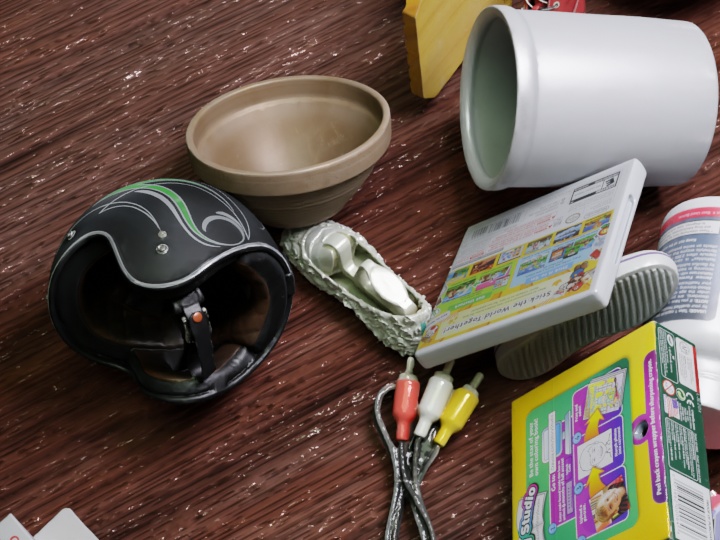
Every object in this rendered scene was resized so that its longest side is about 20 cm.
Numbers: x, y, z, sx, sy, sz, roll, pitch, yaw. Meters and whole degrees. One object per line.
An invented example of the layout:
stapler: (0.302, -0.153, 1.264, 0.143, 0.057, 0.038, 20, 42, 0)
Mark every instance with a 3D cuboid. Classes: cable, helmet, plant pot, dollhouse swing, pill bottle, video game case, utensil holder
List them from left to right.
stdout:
helmet: (-0.178, 0.010, 1.291, 0.190, 0.201, 0.200, 28, 65, 37)
plant pot: (-0.065, -0.106, 1.380, 0.199, 0.093, 0.201, -6, 34, 4)
cable: (0.042, 0.169, 1.251, 0.096, 0.050, 0.201, 10, 60, 13)
dollhouse swing: (0.060, -0.312, 1.444, 0.176, 0.200, 0.182, -40, 63, -16)
video game case: (0.152, -0.006, 1.263, 0.199, 0.023, 0.183, -22, 29, 38)
utensil holder: (0.211, -0.159, 1.335, 0.198, 0.170, 0.171, 1, 58, -15)
pill bottle: (0.310, 0.048, 1.253, 0.119, 0.120, 0.201, 11, 62, 12)

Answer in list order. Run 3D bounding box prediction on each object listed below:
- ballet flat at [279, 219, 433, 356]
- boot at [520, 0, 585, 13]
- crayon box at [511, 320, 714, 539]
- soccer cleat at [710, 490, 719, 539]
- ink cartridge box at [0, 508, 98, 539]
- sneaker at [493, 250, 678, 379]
ballet flat: (0.000, 0.000, 1.347, 0.072, 0.072, 0.200, -42, 63, -18)
boot: (0.168, -0.240, 1.422, 0.072, 0.145, 0.201, 24, 66, 17)
crayon box: (0.200, 0.168, 1.156, 0.058, 0.172, 0.201, 28, 47, -26)
soccer cleat: (0.275, 0.246, 1.177, 0.199, 0.067, 0.077, -33, 72, -11)
ink cartridge box: (-0.301, 0.294, 1.206, 0.200, 0.068, 0.115, -42, 64, -18)
sneaker: (0.193, 0.006, 1.268, 0.200, 0.072, 0.115, -31, 42, 36)
